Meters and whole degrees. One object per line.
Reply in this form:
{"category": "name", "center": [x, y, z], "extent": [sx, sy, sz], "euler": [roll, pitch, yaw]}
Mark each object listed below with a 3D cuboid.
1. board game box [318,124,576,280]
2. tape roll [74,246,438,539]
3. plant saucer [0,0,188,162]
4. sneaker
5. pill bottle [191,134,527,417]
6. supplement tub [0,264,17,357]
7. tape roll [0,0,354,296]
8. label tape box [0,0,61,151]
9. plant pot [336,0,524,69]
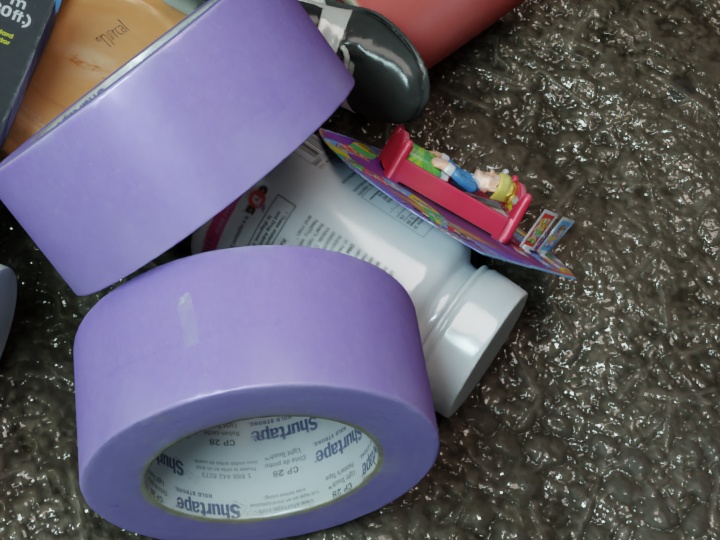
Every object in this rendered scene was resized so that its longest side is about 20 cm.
{"category": "board game box", "center": [0.066, -0.059, 0.997], "extent": [0.158, 0.039, 0.199], "euler": [39, 14, 31]}
{"category": "tape roll", "center": [-0.060, 0.076, 0.855], "extent": [0.198, 0.201, 0.086], "euler": [-2, 57, -13]}
{"category": "plant saucer", "center": [-0.169, -0.133, 0.994], "extent": [0.199, 0.032, 0.202], "euler": [11, 52, -15]}
{"category": "sneaker", "center": [-0.049, -0.146, 0.993], "extent": [0.199, 0.074, 0.088], "euler": [34, 42, 20]}
{"category": "pill bottle", "center": [0.000, 0.000, 0.978], "extent": [0.199, 0.114, 0.113], "euler": [34, 57, 11]}
{"category": "supplement tub", "center": [-0.316, 0.018, 0.881], "extent": [0.199, 0.145, 0.145], "euler": [22, 56, 3]}
{"category": "tape roll", "center": [-0.106, -0.080, 0.851], "extent": [0.085, 0.199, 0.200], "euler": [52, 58, -14]}
{"category": "label tape box", "center": [-0.263, -0.146, 0.903], "extent": [0.143, 0.063, 0.201], "euler": [20, 58, -10]}
{"category": "plant pot", "center": [0.022, -0.230, 1.095], "extent": [0.200, 0.201, 0.177], "euler": [39, 67, 14]}
